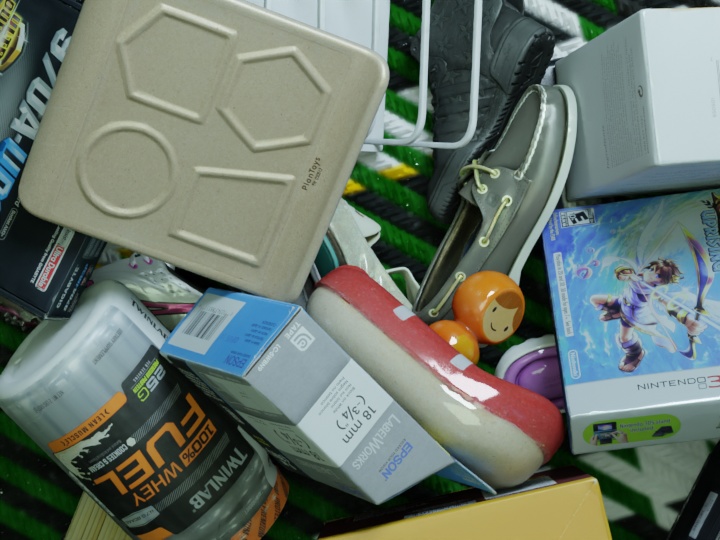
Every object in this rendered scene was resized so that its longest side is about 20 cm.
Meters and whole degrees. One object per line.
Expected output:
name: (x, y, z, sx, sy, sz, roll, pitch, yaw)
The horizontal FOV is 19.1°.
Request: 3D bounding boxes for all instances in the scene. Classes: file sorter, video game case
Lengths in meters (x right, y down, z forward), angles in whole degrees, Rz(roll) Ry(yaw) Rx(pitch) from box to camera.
file sorter: (-0.028, -0.154, 1.504, 0.199, 0.124, 0.139, -1, 95, -38)
video game case: (0.225, 0.029, 1.492, 0.180, 0.046, 0.201, -6, 47, 3)

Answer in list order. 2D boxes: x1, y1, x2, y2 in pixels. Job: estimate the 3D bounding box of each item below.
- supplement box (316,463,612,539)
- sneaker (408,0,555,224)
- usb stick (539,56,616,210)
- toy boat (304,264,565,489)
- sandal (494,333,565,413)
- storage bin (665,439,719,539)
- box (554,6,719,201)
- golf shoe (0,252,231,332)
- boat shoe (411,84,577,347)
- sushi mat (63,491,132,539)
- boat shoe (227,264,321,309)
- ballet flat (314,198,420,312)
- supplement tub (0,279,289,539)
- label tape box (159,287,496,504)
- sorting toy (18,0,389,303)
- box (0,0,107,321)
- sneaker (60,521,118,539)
supplement box: (0.078, 0.226, 1.502, 0.196, 0.200, 0.133, -13, 87, 1)
sneaker: (0.076, -0.144, 1.589, 0.104, 0.060, 0.200, 36, 111, 28)
usb stick: (0.162, -0.062, 1.598, 0.055, 0.033, 0.201, -14, 87, -6)
toy boat: (0.065, 0.055, 1.485, 0.200, 0.131, 0.131, 40, 77, 16)
sandal: (0.200, 0.069, 1.570, 0.202, 0.050, 0.083, -20, 114, 3)
storage bin: (0.279, 0.193, 1.498, 0.094, 0.200, 0.136, 27, 88, 1)
box: (0.239, -0.116, 1.500, 0.152, 0.200, 0.107, -5, 86, -13)
golf shoe: (-0.175, 0.023, 1.586, 0.199, 0.073, 0.092, 14, 83, -7)
boat shoe: (0.097, -0.044, 1.546, 0.060, 0.072, 0.202, 17, 101, -21)
sushi mat: (-0.171, 0.211, 1.558, 0.095, 0.012, 0.201, 20, 63, -2)
boat shoe: (-0.051, 0.018, 1.557, 0.067, 0.057, 0.200, -37, 108, -24)
ballet flat: (0.000, 0.000, 1.593, 0.062, 0.067, 0.200, -31, 91, -28)
supplement tub: (-0.149, 0.114, 1.504, 0.123, 0.123, 0.200, -43, 108, -1)
label tape box: (-0.024, 0.102, 1.434, 0.200, 0.144, 0.063, 45, 75, -23)
sorting toy: (-0.103, -0.091, 1.391, 0.199, 0.036, 0.186, 21, 110, -6)
box: (-0.228, -0.089, 1.458, 0.159, 0.046, 0.201, 29, 94, 13)
sneaker: (-0.166, 0.277, 1.567, 0.074, 0.079, 0.201, -25, 85, 3)
